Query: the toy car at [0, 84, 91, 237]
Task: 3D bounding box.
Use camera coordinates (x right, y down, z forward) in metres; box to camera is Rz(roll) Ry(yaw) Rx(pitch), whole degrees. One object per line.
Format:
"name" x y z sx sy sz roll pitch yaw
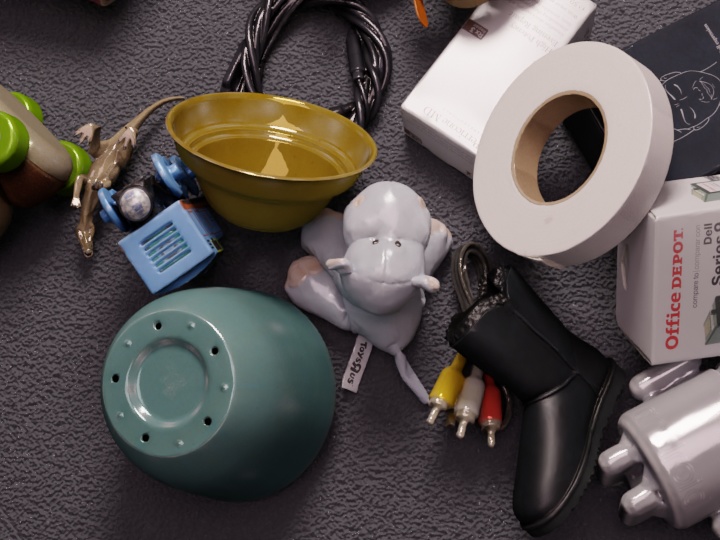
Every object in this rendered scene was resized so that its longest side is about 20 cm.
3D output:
"toy car" -0.394 -0.083 1.234 0.158 0.164 0.200 42 94 15

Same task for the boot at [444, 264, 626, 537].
"boot" 0.138 0.111 1.112 0.168 0.076 0.201 39 56 -12

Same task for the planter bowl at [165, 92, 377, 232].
"planter bowl" -0.088 -0.092 1.182 0.199 0.201 0.084 16 117 10

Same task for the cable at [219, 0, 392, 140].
"cable" -0.048 -0.211 1.283 0.162 0.051 0.201 24 77 11

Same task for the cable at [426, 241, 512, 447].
"cable" 0.116 0.071 1.181 0.097 0.050 0.202 23 66 -22

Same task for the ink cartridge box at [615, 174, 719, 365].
"ink cartridge box" 0.337 -0.006 1.119 0.198 0.084 0.147 -8 113 -8

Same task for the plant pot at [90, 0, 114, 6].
"plant pot" -0.307 -0.377 1.292 0.178 0.200 0.201 32 79 -3

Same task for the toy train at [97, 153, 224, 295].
"toy train" -0.180 -0.043 1.179 0.086 0.200 0.115 -32 93 2

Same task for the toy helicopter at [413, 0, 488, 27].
"toy helicopter" 0.086 -0.328 1.248 0.132 0.079 0.201 -35 49 11

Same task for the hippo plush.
"hippo plush" 0.000 0.000 1.160 0.158 0.161 0.202 8 75 7

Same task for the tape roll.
"tape roll" 0.186 -0.103 1.117 0.202 0.037 0.205 -21 60 42

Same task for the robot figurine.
"robot figurine" 0.309 0.153 1.112 0.199 0.113 0.170 -28 71 -3

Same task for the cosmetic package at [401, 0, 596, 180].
"cosmetic package" 0.138 -0.200 1.251 0.101 0.074 0.201 34 79 14

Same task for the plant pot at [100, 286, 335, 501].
"plant pot" -0.140 0.105 1.124 0.199 0.161 0.203 -3 80 16

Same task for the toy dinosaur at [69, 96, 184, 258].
"toy dinosaur" -0.248 -0.115 1.250 0.058 0.101 0.201 26 75 2

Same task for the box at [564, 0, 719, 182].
"box" 0.316 -0.150 1.201 0.199 0.107 0.149 -26 74 -3
